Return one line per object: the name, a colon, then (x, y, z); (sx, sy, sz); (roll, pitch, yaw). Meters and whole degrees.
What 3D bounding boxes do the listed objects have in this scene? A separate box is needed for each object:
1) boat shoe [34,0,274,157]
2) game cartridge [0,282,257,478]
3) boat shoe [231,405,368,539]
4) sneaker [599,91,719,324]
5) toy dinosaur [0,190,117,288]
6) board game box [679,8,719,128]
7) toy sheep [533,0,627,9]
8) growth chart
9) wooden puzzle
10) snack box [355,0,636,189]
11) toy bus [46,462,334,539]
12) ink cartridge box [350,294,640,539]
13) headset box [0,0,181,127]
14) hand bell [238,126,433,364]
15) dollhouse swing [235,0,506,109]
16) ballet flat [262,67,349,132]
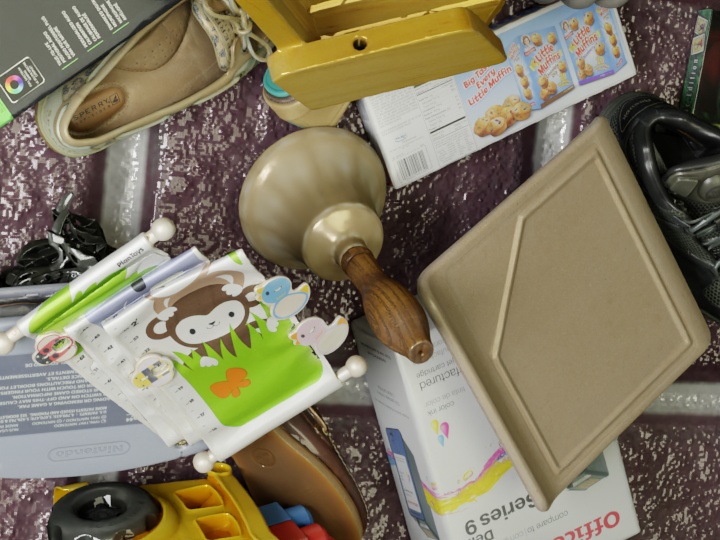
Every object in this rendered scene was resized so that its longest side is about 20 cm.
boat shoe: (-0.111, -0.134, 1.136); (0.200, 0.063, 0.074); (-39, 109, -12)
game cartridge: (-0.164, 0.066, 1.075); (0.198, 0.042, 0.134); (-4, 135, -17)
boat shoe: (-0.054, 0.104, 1.195); (0.201, 0.070, 0.071); (54, 38, -26)
sneaker: (0.242, -0.032, 1.243); (0.076, 0.114, 0.200); (-33, 103, -2)
toy dinosaur: (-0.214, 0.026, 1.111); (0.135, 0.102, 0.201); (-30, 131, 3)
board game box: (0.276, -0.082, 1.319); (0.104, 0.023, 0.202); (9, 95, -23)
toy sheep: (0.153, -0.238, 1.190); (0.198, 0.138, 0.139); (-8, 102, -5)
growth chart: (-0.096, 0.044, 1.046); (0.144, 0.018, 0.200); (-38, 133, 13)
wooden puzzle: (0.135, 0.027, 1.182); (0.200, 0.037, 0.186); (-42, 115, -28)
snack box: (0.094, -0.130, 1.238); (0.199, 0.024, 0.072); (-26, 106, -16)
toy bus: (-0.087, 0.210, 1.122); (0.190, 0.200, 0.137); (-11, 115, -19)
ink cartridge box: (0.094, 0.110, 1.244); (0.144, 0.087, 0.202); (-20, 107, -18)
headset box: (-0.209, -0.201, 1.071); (0.199, 0.093, 0.175); (-36, 109, -12)
hand bell: (0.000, 0.000, 1.116); (0.103, 0.200, 0.105); (-10, 122, -16)
dollhouse swing: (-0.011, -0.228, 1.052); (0.180, 0.176, 0.202); (-14, 72, -4)
ballet flat: (0.008, -0.180, 1.184); (0.201, 0.069, 0.063); (-54, 134, -1)
